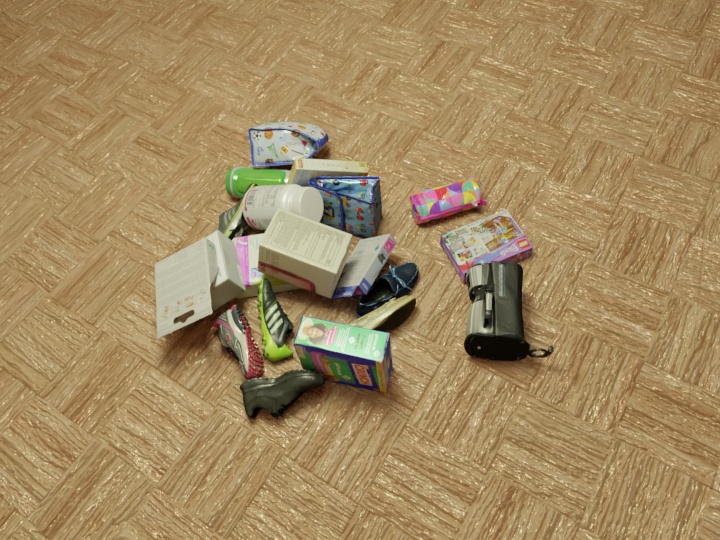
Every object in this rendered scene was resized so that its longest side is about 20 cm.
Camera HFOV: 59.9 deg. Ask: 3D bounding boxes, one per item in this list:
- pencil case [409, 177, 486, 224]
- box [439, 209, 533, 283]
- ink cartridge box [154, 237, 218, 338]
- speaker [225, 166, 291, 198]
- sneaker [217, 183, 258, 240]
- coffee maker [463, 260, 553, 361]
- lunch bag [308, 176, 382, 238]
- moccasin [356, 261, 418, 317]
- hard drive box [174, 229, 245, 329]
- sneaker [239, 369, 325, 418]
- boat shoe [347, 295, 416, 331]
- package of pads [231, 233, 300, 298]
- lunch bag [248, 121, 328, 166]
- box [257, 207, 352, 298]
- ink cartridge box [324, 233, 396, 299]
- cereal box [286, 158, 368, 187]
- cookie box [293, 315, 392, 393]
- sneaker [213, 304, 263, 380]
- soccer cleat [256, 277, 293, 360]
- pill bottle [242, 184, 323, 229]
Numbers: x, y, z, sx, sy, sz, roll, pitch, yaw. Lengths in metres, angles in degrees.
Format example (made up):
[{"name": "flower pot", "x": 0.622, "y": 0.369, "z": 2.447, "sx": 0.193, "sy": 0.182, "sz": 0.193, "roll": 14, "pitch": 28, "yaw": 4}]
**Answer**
[{"name": "pencil case", "x": 0.228, "y": -0.184, "z": 1.656, "sx": 0.195, "sy": 0.089, "sz": 0.090, "roll": -15, "pitch": 55, "yaw": -3}, {"name": "box", "x": 0.318, "y": -0.063, "z": 1.589, "sx": 0.196, "sy": 0.039, "sz": 0.138, "roll": -21, "pitch": 56, "yaw": -9}, {"name": "ink cartridge box", "x": -0.404, "y": 0.045, "z": 1.457, "sx": 0.158, "sy": 0.050, "sz": 0.204, "roll": -24, "pitch": 61, "yaw": 17}, {"name": "speaker", "x": -0.271, "y": -0.240, "z": 1.741, "sx": 0.195, "sy": 0.089, "sz": 0.090, "roll": 5, "pitch": 56, "yaw": 9}, {"name": "sneaker", "x": -0.333, "y": -0.148, "z": 1.672, "sx": 0.080, "sy": 0.074, "sz": 0.203, "roll": 21, "pitch": 76, "yaw": 28}, {"name": "coffee maker", "x": 0.332, "y": 0.096, "z": 1.441, "sx": 0.188, "sy": 0.135, "sz": 0.204, "roll": 17, "pitch": 56, "yaw": -11}, {"name": "lunch bag", "x": -0.048, "y": -0.173, "z": 1.632, "sx": 0.195, "sy": 0.152, "sz": 0.096, "roll": 9, "pitch": 56, "yaw": 12}, {"name": "moccasin", "x": 0.072, "y": 0.045, "z": 1.521, "sx": 0.080, "sy": 0.069, "sz": 0.200, "roll": 35, "pitch": 65, "yaw": 25}, {"name": "hard drive box", "x": -0.394, "y": 0.023, "z": 1.535, "sx": 0.197, "sy": 0.077, "sz": 0.158, "roll": -30, "pitch": 55, "yaw": 13}, {"name": "sneaker", "x": -0.170, "y": 0.276, "z": 1.390, "sx": 0.195, "sy": 0.076, "sz": 0.093, "roll": -15, "pitch": 67, "yaw": 11}, {"name": "boat shoe", "x": 0.046, "y": 0.110, "z": 1.474, "sx": 0.199, "sy": 0.074, "sz": 0.063, "roll": -34, "pitch": 56, "yaw": -20}, {"name": "package of pads", "x": -0.232, "y": -0.021, "z": 1.598, "sx": 0.195, "sy": 0.069, "sz": 0.157, "roll": -8, "pitch": 56, "yaw": -1}, {"name": "lunch bag", "x": -0.195, "y": -0.354, "z": 1.756, "sx": 0.195, "sy": 0.127, "sz": 0.170, "roll": -2, "pitch": 19, "yaw": 7}, {"name": "box", "x": -0.134, "y": -0.042, "z": 1.499, "sx": 0.196, "sy": 0.110, "sz": 0.129, "roll": 21, "pitch": 52, "yaw": 3}, {"name": "ink cartridge box", "x": 0.000, "y": 0.000, "z": 1.541, "sx": 0.118, "sy": 0.042, "sz": 0.202, "roll": -9, "pitch": 40, "yaw": 50}, {"name": "cereal box", "x": -0.091, "y": -0.237, "z": 1.649, "sx": 0.195, "sy": 0.144, "sz": 0.040, "roll": 1, "pitch": 65, "yaw": -19}, {"name": "cookie box", "x": -0.033, "y": 0.187, "z": 1.373, "sx": 0.195, "sy": 0.173, "sz": 0.077, "roll": 9, "pitch": 59, "yaw": 12}, {"name": "sneaker", "x": -0.284, "y": 0.178, "z": 1.466, "sx": 0.074, "sy": 0.081, "sz": 0.201, "roll": -32, "pitch": 49, "yaw": 1}, {"name": "soccer cleat", "x": -0.204, "y": 0.115, "z": 1.496, "sx": 0.079, "sy": 0.068, "sz": 0.205, "roll": -5, "pitch": 71, "yaw": -14}, {"name": "pill bottle", "x": -0.198, "y": -0.162, "z": 1.602, "sx": 0.196, "sy": 0.114, "sz": 0.115, "roll": 4, "pitch": 52, "yaw": 36}]
